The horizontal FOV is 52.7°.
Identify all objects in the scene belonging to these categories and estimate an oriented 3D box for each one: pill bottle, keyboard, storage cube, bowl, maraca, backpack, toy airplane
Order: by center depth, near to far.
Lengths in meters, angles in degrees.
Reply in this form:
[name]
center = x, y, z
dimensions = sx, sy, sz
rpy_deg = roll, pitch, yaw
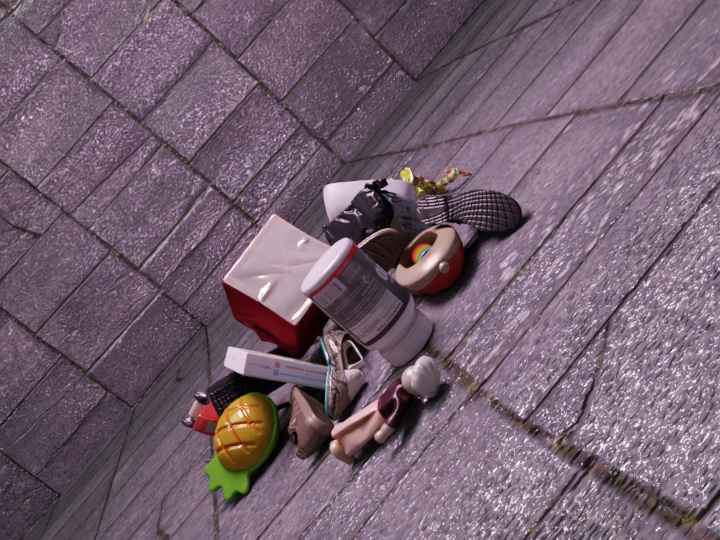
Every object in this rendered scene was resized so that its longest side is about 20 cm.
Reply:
[pill bottle]
center = 0.013, 0.054, 1.161
dimensions = 0.114, 0.200, 0.114
rpy_deg = -45, 13, 14
[maraca]
center = -0.222, 0.326, 1.363
dimensions = 0.137, 0.107, 0.201
rpy_deg = 13, 73, 39
[storage cube]
center = -0.140, 0.034, 1.402
dimensions = 0.200, 0.170, 0.180
rpy_deg = -55, -13, -22
[backpack]
center = 0.049, -0.078, 1.414
dimensions = 0.167, 0.127, 0.199
rpy_deg = -37, -26, 32
[keyboard]
center = -0.198, 0.243, 1.459
dimensions = 0.199, 0.128, 0.021
rpy_deg = -28, 9, -27
[toy airplane]
center = -0.260, 0.310, 1.523
dimensions = 0.199, 0.141, 0.201
rpy_deg = -46, -27, -36
[bowl]
center = 0.023, -0.120, 1.575
dimensions = 0.200, 0.198, 0.075
rpy_deg = 76, -169, -72

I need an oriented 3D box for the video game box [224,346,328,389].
[video game box]
center = -0.150, 0.184, 1.368
dimensions = 0.200, 0.181, 0.047
rpy_deg = 172, 108, -69

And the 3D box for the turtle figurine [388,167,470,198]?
[turtle figurine]
center = 0.135, -0.182, 1.626
dimensions = 0.199, 0.161, 0.065
rpy_deg = -15, 79, 47

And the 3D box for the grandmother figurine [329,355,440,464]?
[grandmother figurine]
center = 0.036, 0.193, 1.017
dimensions = 0.200, 0.060, 0.122
rpy_deg = -46, 22, 24

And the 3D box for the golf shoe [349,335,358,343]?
[golf shoe]
center = 0.027, 0.092, 1.327
dimensions = 0.095, 0.077, 0.200
rpy_deg = -70, 16, -11

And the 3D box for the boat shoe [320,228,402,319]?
[boat shoe]
center = 0.000, 0.000, 1.330
dimensions = 0.200, 0.072, 0.076
rpy_deg = -45, 1, 10

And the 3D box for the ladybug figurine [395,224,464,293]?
[ladybug figurine]
center = 0.126, -0.013, 1.264
dimensions = 0.136, 0.072, 0.200
rpy_deg = -47, 13, 4

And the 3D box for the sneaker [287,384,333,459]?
[sneaker]
center = -0.101, 0.257, 1.249
dimensions = 0.076, 0.070, 0.200
rpy_deg = -54, 12, -2

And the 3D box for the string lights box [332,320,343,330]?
[string lights box]
center = -0.002, 0.030, 1.580
dimensions = 0.103, 0.059, 0.200
rpy_deg = -40, 16, 31

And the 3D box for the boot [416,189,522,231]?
[boot]
center = 0.207, -0.112, 1.257
dimensions = 0.199, 0.068, 0.130
rpy_deg = 8, 14, 38

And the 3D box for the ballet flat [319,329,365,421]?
[ballet flat]
center = -0.029, 0.170, 1.250
dimensions = 0.075, 0.068, 0.200
rpy_deg = -11, 36, 1

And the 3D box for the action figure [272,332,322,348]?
[action figure]
center = -0.149, 0.128, 1.694
dimensions = 0.200, 0.104, 0.193
rpy_deg = -53, 24, -5
